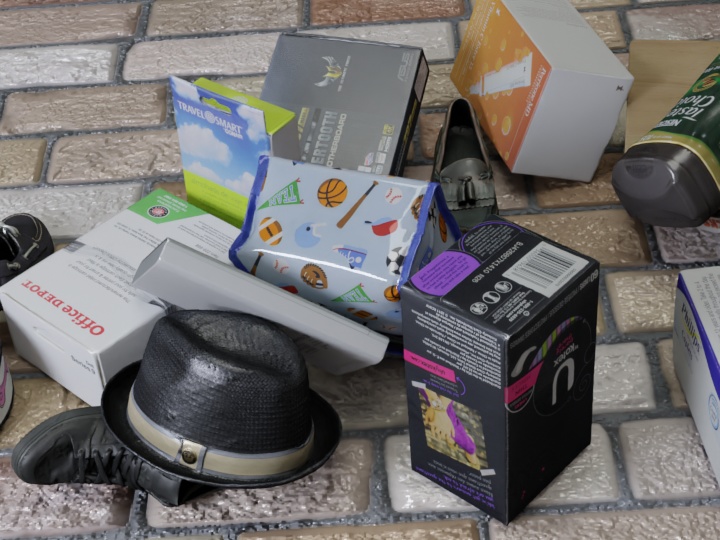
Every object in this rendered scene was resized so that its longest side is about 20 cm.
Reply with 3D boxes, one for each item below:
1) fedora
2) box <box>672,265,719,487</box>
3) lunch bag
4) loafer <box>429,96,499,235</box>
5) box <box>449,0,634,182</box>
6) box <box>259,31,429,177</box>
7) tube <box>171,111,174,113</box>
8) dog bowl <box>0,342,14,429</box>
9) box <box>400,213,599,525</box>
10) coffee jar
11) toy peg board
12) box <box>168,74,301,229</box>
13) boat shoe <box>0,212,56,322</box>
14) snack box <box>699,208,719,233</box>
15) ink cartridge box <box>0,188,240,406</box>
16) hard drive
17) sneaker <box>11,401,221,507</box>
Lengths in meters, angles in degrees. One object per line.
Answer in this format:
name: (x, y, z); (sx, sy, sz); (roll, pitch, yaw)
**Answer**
fedora: (-0.108, 0.089, 1.239); (0.200, 0.092, 0.201); (8, 28, -4)
box: (0.375, 0.085, 1.257); (0.200, 0.105, 0.184); (-5, 37, -2)
lunch bag: (0.000, 0.000, 1.345); (0.170, 0.200, 0.124); (13, 73, 20)
loafer: (0.100, -0.101, 1.551); (0.072, 0.063, 0.200); (-3, 38, 1)
box: (0.184, -0.200, 1.601); (0.097, 0.125, 0.200); (4, 34, -23)
box: (-0.029, -0.140, 1.557); (0.157, 0.051, 0.200); (9, 68, 17)
tube: (-0.099, -0.148, 1.639); (0.200, 0.058, 0.052); (13, 52, 23)
dog bowl: (-0.402, 0.082, 1.333); (0.200, 0.074, 0.200); (7, 37, -5)
box: (0.111, 0.079, 1.215); (0.106, 0.200, 0.122); (27, 48, 33)
coffee jar: (0.327, -0.124, 1.433); (0.200, 0.085, 0.104); (-45, 24, -23)
toy peg board: (0.368, -0.127, 1.554); (0.200, 0.098, 0.199); (2, 55, 10)
box: (-0.112, -0.092, 1.452); (0.122, 0.200, 0.048); (23, 46, 30)
boat shoe: (-0.337, -0.020, 1.476); (0.073, 0.063, 0.200); (-6, 26, 0)
snack box: (0.384, -0.054, 1.360); (0.072, 0.024, 0.200); (-41, 24, -16)
ink cartridge box: (-0.206, 0.025, 1.407); (0.146, 0.084, 0.200); (28, 49, 35)
hard drive: (-0.087, 0.034, 1.291); (0.200, 0.132, 0.026); (25, 74, -13)
sneaker: (-0.175, 0.153, 1.258); (0.200, 0.060, 0.104); (-14, 37, -28)
